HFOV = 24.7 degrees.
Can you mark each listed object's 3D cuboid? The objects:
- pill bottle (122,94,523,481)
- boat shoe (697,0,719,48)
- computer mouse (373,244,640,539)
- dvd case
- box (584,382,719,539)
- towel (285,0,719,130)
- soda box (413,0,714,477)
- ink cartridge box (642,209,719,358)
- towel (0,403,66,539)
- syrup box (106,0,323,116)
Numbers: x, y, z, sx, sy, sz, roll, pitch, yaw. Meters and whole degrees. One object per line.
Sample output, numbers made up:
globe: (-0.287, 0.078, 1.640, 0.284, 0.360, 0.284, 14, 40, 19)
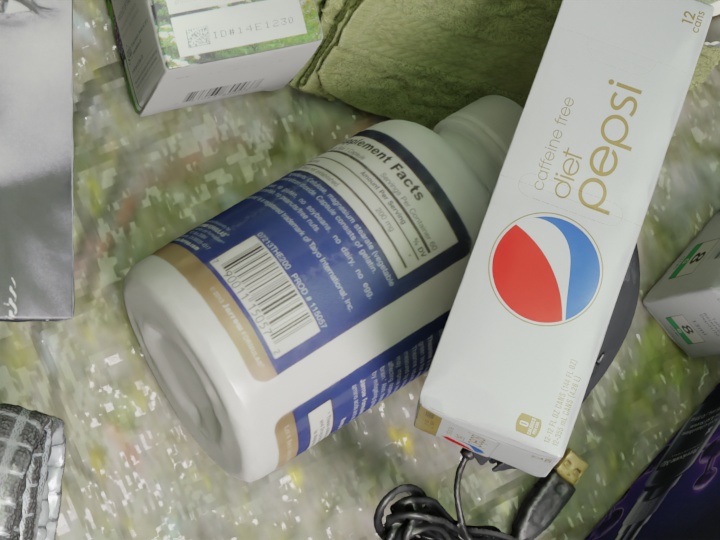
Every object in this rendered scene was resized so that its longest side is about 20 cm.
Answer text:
pill bottle: (0.000, 0.000, 0.758, 0.199, 0.111, 0.112, -31, 92, -20)
boat shoe: (0.217, -0.157, 0.744, 0.201, 0.072, 0.061, -42, 121, -24)
computer mouse: (0.094, 0.064, 0.767, 0.201, 0.046, 0.140, -60, 144, -8)
dvd case: (-0.196, -0.079, 0.695, 0.147, 0.016, 0.203, 0, 84, -18)
box: (0.207, 0.121, 0.785, 0.104, 0.148, 0.200, 47, 72, -6)
towel: (0.073, -0.112, 0.782, 0.198, 0.149, 0.037, 12, 59, -15)
soda box: (0.084, -0.021, 0.687, 0.063, 0.068, 0.202, 19, 78, 5)
ink cartridge box: (0.239, -0.035, 0.789, 0.050, 0.200, 0.161, 45, 72, -6)
towel: (-0.216, 0.145, 0.670, 0.163, 0.086, 0.203, 7, 80, 1)
syrup box: (-0.087, -0.185, 0.773, 0.078, 0.081, 0.202, -14, 84, -19)
